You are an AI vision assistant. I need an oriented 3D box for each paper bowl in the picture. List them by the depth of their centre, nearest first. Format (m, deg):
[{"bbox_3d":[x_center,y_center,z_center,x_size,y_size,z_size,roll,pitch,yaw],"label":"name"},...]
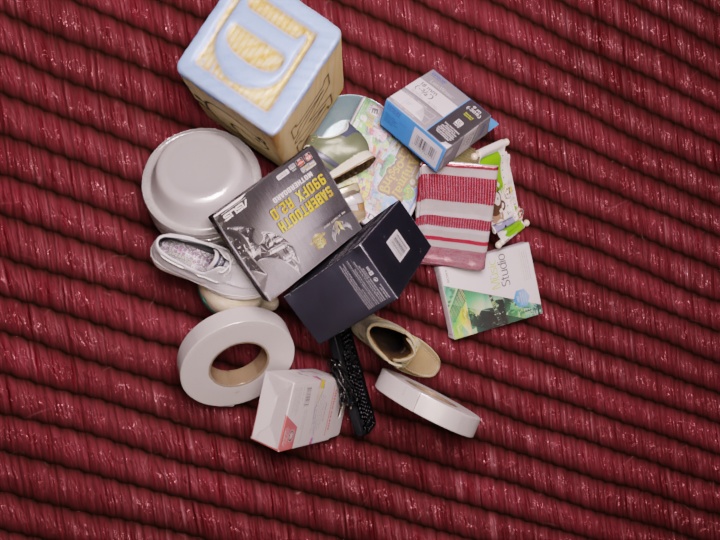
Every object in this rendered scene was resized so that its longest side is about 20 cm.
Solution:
[{"bbox_3d":[-0.261,-0.145,0.997,0.195,0.105,0.205,3,66,-6],"label":"paper bowl"}]

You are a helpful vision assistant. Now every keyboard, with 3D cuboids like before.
[{"bbox_3d":[-0.007,0.207,1.103,0.039,0.104,0.204,-13,97,30],"label":"keyboard"}]

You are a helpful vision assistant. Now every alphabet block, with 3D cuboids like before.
[{"bbox_3d":[-0.151,-0.318,0.983,0.194,0.200,0.198,35,85,4],"label":"alphabet block"}]

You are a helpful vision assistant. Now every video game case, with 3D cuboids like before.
[{"bbox_3d":[0.035,-0.182,1.096,0.180,0.022,0.203,29,86,-11],"label":"video game case"}]

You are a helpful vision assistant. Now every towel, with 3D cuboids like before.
[{"bbox_3d":[0.169,-0.097,1.095,0.140,0.023,0.204,5,118,5],"label":"towel"}]

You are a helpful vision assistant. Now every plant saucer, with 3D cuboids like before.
[{"bbox_3d":[-0.017,-0.219,1.116,0.196,0.039,0.206,0,92,-12],"label":"plant saucer"}]

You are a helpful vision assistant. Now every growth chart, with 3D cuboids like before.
[{"bbox_3d":[0.263,-0.145,1.134,0.144,0.017,0.204,-38,119,-38],"label":"growth chart"}]

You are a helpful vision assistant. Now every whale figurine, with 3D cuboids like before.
[{"bbox_3d":[-0.197,0.004,1.067,0.199,0.103,0.161,-36,91,-31],"label":"whale figurine"}]

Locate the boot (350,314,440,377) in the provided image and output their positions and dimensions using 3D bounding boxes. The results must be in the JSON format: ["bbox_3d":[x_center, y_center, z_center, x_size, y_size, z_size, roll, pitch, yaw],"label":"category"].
[{"bbox_3d":[0.079,0.146,1.090,0.198,0.155,0.073,34,86,-11],"label":"boot"}]

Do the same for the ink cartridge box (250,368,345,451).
[{"bbox_3d":[-0.099,0.242,1.069,0.066,0.199,0.119,13,89,29],"label":"ink cartridge box"}]

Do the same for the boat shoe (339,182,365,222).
[{"bbox_3d":[-0.085,-0.085,1.039,0.196,0.075,0.070,-21,100,1],"label":"boat shoe"}]

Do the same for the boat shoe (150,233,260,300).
[{"bbox_3d":[-0.234,-0.011,0.956,0.197,0.068,0.073,26,69,-14],"label":"boat shoe"}]

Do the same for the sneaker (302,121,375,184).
[{"bbox_3d":[-0.078,-0.187,1.038,0.197,0.067,0.091,-26,83,-5],"label":"sneaker"}]

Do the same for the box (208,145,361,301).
[{"bbox_3d":[-0.116,-0.075,0.953,0.199,0.048,0.160,-38,106,-19],"label":"box"}]

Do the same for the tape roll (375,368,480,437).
[{"bbox_3d":[0.120,0.236,1.079,0.200,0.203,0.038,27,87,-11],"label":"tape roll"}]

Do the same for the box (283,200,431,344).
[{"bbox_3d":[0.000,0.000,1.012,0.181,0.200,0.105,-31,100,33],"label":"box"}]

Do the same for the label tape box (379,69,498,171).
[{"bbox_3d":[0.152,-0.284,1.074,0.144,0.064,0.199,42,58,15],"label":"label tape box"}]

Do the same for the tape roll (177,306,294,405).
[{"bbox_3d":[-0.211,0.150,1.027,0.199,0.037,0.206,-16,135,-17],"label":"tape roll"}]

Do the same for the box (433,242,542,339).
[{"bbox_3d":[0.253,0.038,1.184,0.196,0.036,0.148,-15,95,-9],"label":"box"}]

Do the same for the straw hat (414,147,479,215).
[{"bbox_3d":[0.190,-0.154,1.138,0.196,0.085,0.207,0,92,-12],"label":"straw hat"}]
